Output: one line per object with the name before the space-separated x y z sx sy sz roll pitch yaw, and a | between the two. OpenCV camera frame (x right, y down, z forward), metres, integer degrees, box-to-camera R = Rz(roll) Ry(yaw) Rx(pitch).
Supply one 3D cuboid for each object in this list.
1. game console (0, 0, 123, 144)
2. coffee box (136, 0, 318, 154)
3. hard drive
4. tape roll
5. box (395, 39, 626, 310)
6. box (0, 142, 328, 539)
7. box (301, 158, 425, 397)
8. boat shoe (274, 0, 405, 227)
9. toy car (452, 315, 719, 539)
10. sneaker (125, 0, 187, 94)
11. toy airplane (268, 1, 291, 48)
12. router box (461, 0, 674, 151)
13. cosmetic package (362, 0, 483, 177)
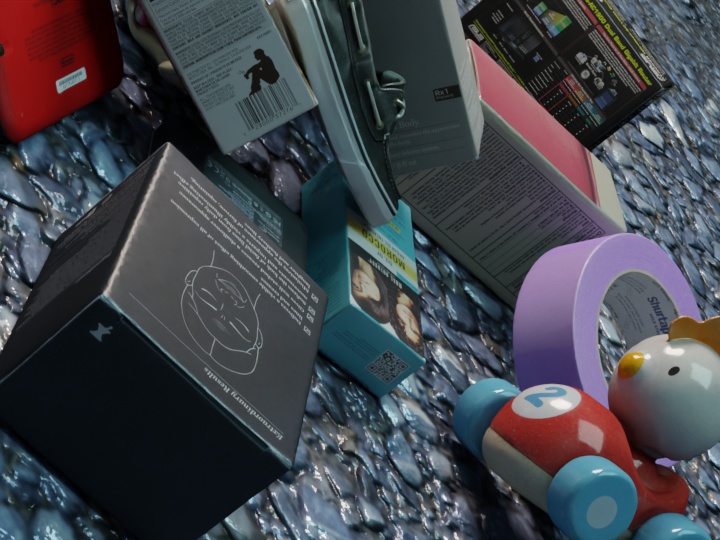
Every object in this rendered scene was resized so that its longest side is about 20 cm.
game console | -0.261 -0.182 1.345 0.200 0.118 0.173 -48 130 -66
coffee box | -0.114 -0.192 1.411 0.200 0.080 0.113 62 -1 -12
hard drive | -0.094 -0.013 1.376 0.140 0.033 0.200 42 22 -22
tape roll | 0.214 0.072 1.681 0.200 0.066 0.201 14 72 -46
box | 0.119 -0.082 1.755 0.200 0.128 0.109 40 25 -27
box | -0.114 0.044 1.175 0.148 0.107 0.200 45 23 -16
box | 0.000 0.000 1.518 0.082 0.049 0.200 39 26 -27
boat shoe | 0.001 -0.127 1.472 0.072 0.071 0.200 -117 -174 -64
toy car | 0.204 0.105 1.480 0.177 0.200 0.184 36 0 -31
sneaker | -0.139 -0.214 1.533 0.088 0.081 0.200 19 39 -54
toy airplane | -0.010 -0.217 1.625 0.141 0.200 0.199 50 21 28
router box | 0.212 -0.227 2.106 0.200 0.150 0.062 54 23 6
cosmetic package | 0.023 -0.180 1.530 0.090 0.107 0.200 -77 152 -61
